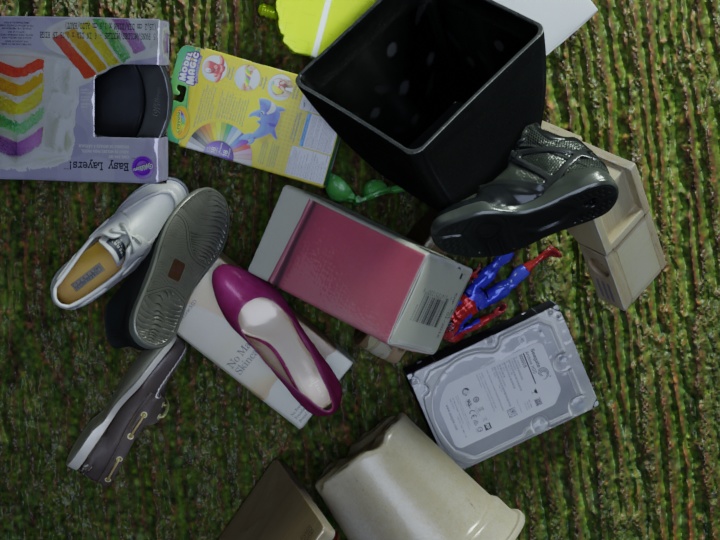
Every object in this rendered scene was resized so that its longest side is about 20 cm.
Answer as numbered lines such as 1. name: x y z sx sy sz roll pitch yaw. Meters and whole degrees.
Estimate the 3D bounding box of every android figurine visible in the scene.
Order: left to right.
1. android figurine: -0.015 -0.294 1.712 0.199 0.041 0.183 12 95 -8

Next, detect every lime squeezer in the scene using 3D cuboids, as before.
1. lime squeezer: 0.003 -0.107 1.745 0.199 0.038 0.071 14 63 -7

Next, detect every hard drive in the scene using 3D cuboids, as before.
1. hard drive: 0.167 0.139 1.780 0.199 0.038 0.140 -24 103 -4

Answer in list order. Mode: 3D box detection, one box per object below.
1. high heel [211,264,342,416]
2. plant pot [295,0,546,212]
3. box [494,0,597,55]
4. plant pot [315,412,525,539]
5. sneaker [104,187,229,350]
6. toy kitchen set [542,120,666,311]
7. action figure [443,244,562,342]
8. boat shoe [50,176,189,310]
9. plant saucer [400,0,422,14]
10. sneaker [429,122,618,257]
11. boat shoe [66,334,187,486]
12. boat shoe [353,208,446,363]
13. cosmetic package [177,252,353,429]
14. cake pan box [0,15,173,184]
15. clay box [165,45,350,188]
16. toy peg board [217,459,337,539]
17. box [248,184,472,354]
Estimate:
1. high heel: -0.093 0.077 1.645 0.067 0.096 0.200 -34 99 -3
2. plant pot: 0.084 -0.174 1.629 0.200 0.199 0.178 -44 140 -14
3. box: 0.156 -0.335 1.685 0.097 0.124 0.200 -40 99 0
4. plant pot: 0.054 0.272 1.715 0.200 0.200 0.184 -39 92 -1
5. sneaker: -0.225 -0.004 1.684 0.075 0.106 0.201 37 66 -26
6. toy kitchen set: 0.205 -0.045 1.712 0.163 0.200 0.181 -45 136 -16
7. action figure: 0.143 0.025 1.765 0.200 0.052 0.065 -40 104 1
8. boat shoe: -0.272 -0.029 1.698 0.200 0.070 0.071 -40 99 -1
9. plant saucer: 0.005 -0.378 1.686 0.070 0.019 0.200 -43 90 -17
10. sneaker: 0.162 -0.085 1.593 0.199 0.114 0.076 -21 137 2
11. boat shoe: -0.257 0.158 1.723 0.059 0.072 0.200 36 95 -15
12. boat shoe: 0.067 0.013 1.747 0.064 0.071 0.200 29 99 -17
13. cosmetic package: -0.117 0.079 1.728 0.200 0.071 0.105 37 92 -9
14. cake pan box: -0.305 -0.189 1.670 0.199 0.052 0.185 3 98 5
15. clay box: -0.119 -0.176 1.698 0.199 0.048 0.115 17 96 4
16. toy peg board: -0.090 0.352 1.709 0.098 0.199 0.200 34 92 -24
17. box: 0.000 0.000 1.659 0.200 0.128 0.109 26 94 29
